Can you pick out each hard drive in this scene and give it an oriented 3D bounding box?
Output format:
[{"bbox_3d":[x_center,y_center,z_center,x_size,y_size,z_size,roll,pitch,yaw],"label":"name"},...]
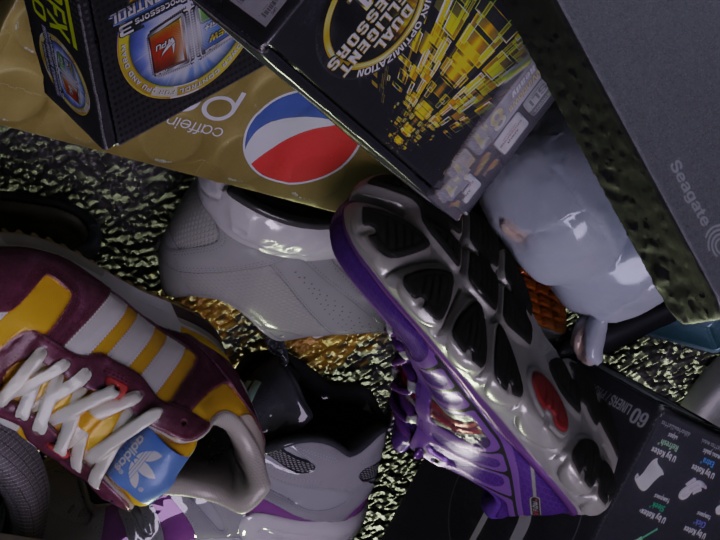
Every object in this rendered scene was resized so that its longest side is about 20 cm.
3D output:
[{"bbox_3d":[0.155,-0.089,0.677,0.200,0.140,0.033,-33,-172,-28],"label":"hard drive"}]

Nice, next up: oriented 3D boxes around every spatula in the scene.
[{"bbox_3d":[0.168,0.020,0.898,0.199,0.021,0.057,-11,148,-28],"label":"spatula"}]

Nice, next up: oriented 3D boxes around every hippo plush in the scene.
[{"bbox_3d":[0.142,-0.051,0.807,0.160,0.160,0.200,-16,145,37],"label":"hippo plush"}]

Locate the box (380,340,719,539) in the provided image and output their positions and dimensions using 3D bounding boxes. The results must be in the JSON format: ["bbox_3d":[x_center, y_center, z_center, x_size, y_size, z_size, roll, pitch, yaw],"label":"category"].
[{"bbox_3d":[0.090,0.144,0.915,0.106,0.122,0.201,25,93,-43],"label":"box"}]

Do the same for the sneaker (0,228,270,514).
[{"bbox_3d":[-0.110,0.048,0.757,0.075,0.090,0.200,-47,143,20],"label":"sneaker"}]

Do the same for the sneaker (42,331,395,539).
[{"bbox_3d":[-0.074,0.081,0.899,0.199,0.078,0.140,-2,134,-30],"label":"sneaker"}]

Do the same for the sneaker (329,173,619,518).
[{"bbox_3d":[0.038,0.046,0.787,0.083,0.081,0.200,-18,127,24],"label":"sneaker"}]

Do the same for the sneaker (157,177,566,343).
[{"bbox_3d":[0.000,0.000,0.845,0.199,0.076,0.092,21,133,-25],"label":"sneaker"}]

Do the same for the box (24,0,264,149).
[{"bbox_3d":[-0.026,-0.153,0.629,0.200,0.044,0.161,-31,142,-25],"label":"box"}]

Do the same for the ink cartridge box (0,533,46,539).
[{"bbox_3d":[-0.172,0.177,0.797,0.199,0.068,0.117,12,110,-22],"label":"ink cartridge box"}]

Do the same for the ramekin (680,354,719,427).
[{"bbox_3d":[0.280,0.109,1.014,0.199,0.105,0.201,-9,136,-9],"label":"ramekin"}]

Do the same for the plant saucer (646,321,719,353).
[{"bbox_3d":[0.205,-0.037,0.904,0.070,0.019,0.200,14,130,-30],"label":"plant saucer"}]

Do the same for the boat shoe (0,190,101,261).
[{"bbox_3d":[-0.204,-0.008,0.764,0.199,0.076,0.060,-1,136,-35],"label":"boat shoe"}]

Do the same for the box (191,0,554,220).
[{"bbox_3d":[0.049,-0.132,0.654,0.200,0.049,0.161,-52,149,1],"label":"box"}]

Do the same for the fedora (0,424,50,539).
[{"bbox_3d":[-0.236,0.079,0.824,0.199,0.090,0.177,14,129,-24],"label":"fedora"}]

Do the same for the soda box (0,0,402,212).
[{"bbox_3d":[-0.058,-0.081,0.738,0.199,0.064,0.068,14,129,-29],"label":"soda box"}]
